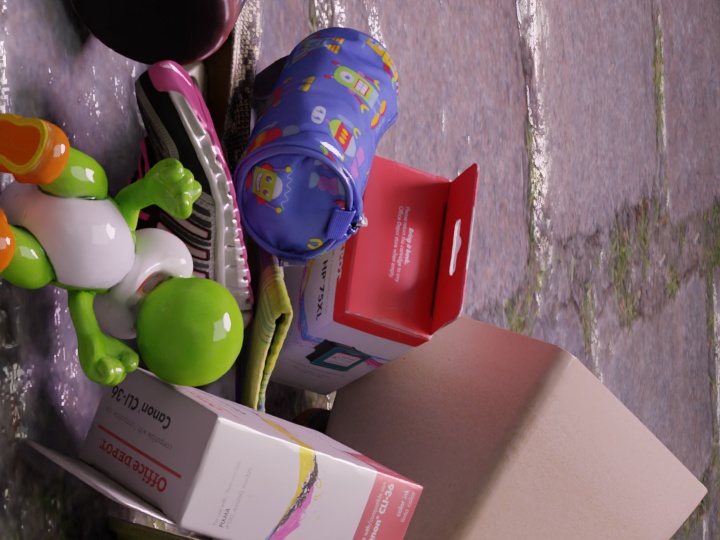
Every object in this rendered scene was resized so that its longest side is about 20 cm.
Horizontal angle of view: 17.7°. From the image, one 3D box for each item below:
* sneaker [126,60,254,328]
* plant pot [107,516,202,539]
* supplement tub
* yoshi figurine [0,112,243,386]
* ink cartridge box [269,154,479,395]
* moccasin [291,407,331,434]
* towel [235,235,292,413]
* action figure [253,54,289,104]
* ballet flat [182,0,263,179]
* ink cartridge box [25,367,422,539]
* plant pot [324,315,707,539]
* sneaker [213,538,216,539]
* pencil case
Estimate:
[{"bbox_3d":[-0.118,-0.033,1.358,0.201,0.087,0.074,82,-8,-46],"label":"sneaker"},{"bbox_3d":[-0.075,0.260,1.366,0.200,0.199,0.185,30,73,-67],"label":"plant pot"},{"bbox_3d":[-0.100,-0.221,1.397,0.201,0.106,0.107,-70,152,-45],"label":"supplement tub"},{"bbox_3d":[-0.129,0.001,1.251,0.200,0.112,0.113,37,39,-48],"label":"yoshi figurine"},{"bbox_3d":[0.000,0.000,1.545,0.067,0.200,0.117,17,65,-22],"label":"ink cartridge box"},{"bbox_3d":[-0.007,0.186,1.689,0.074,0.077,0.202,-54,129,-35],"label":"moccasin"},{"bbox_3d":[-0.062,0.028,1.477,0.200,0.023,0.144,-96,-166,-60],"label":"towel"},{"bbox_3d":[-0.010,-0.076,1.668,0.131,0.069,0.200,66,4,31],"label":"action figure"},{"bbox_3d":[-0.100,-0.125,1.460,0.075,0.067,0.201,-2,94,-60],"label":"ballet flat"},{"bbox_3d":[-0.078,0.111,1.315,0.199,0.116,0.068,22,90,-39],"label":"ink cartridge box"},{"bbox_3d":[0.082,0.156,1.597,0.200,0.199,0.178,43,72,-39],"label":"plant pot"},{"bbox_3d":[-0.049,0.245,1.562,0.200,0.075,0.105,62,28,-59],"label":"sneaker"},{"bbox_3d":[-0.024,-0.081,1.452,0.078,0.087,0.200,-57,-172,29],"label":"pencil case"}]
